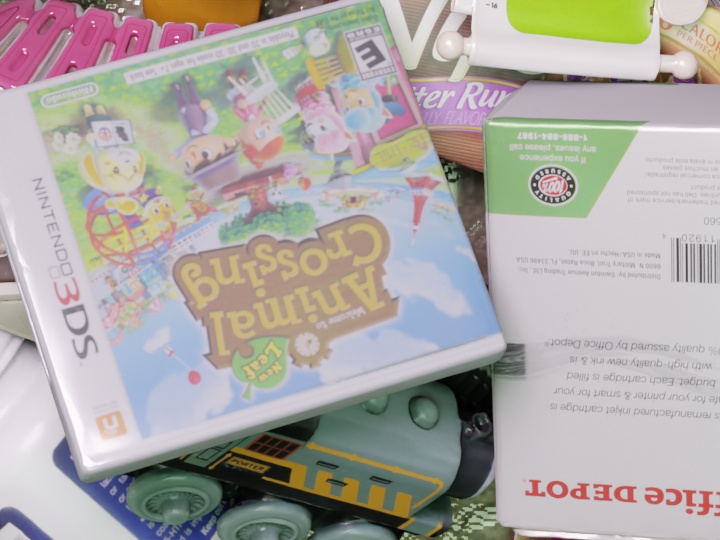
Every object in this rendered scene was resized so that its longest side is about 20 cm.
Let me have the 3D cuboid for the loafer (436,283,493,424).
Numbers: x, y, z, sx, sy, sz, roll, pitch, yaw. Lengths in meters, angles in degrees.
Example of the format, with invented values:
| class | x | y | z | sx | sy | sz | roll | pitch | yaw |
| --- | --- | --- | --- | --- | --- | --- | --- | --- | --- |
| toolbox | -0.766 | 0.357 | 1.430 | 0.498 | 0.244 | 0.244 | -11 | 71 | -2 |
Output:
| class | x | y | z | sx | sy | sz | roll | pitch | yaw |
| --- | --- | --- | --- | --- | --- | --- | --- | --- | --- |
| loafer | 0.000 | 0.000 | 1.466 | 0.200 | 0.071 | 0.073 | 37 | 136 | -3 |

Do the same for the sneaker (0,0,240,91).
| class | x | y | z | sx | sy | sz | roll | pitch | yaw |
| --- | --- | --- | --- | --- | --- | --- | --- | --- | --- |
| sneaker | -0.086 | -0.070 | 1.406 | 0.199 | 0.088 | 0.074 | 13 | 64 | 5 |

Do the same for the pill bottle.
| class | x | y | z | sx | sy | sz | roll | pitch | yaw |
| --- | --- | --- | --- | --- | --- | --- | --- | --- | --- |
| pill bottle | -0.141 | 0.104 | 1.456 | 0.200 | 0.120 | 0.120 | 43 | 101 | -13 |

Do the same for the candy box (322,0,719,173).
| class | x | y | z | sx | sy | sz | roll | pitch | yaw |
| --- | --- | --- | --- | --- | --- | --- | --- | --- | --- |
| candy box | 0.080 | -0.104 | 1.436 | 0.199 | 0.056 | 0.117 | 20 | 104 | -9 |

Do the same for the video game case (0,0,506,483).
| class | x | y | z | sx | sy | sz | roll | pitch | yaw |
| --- | --- | --- | --- | --- | --- | --- | --- | --- | --- |
| video game case | -0.056 | -0.018 | 1.326 | 0.199 | 0.022 | 0.183 | -16 | 73 | -13 |

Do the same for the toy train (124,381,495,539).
| class | x | y | z | sx | sy | sz | roll | pitch | yaw |
| --- | --- | --- | --- | --- | --- | --- | --- | --- | --- |
| toy train | -0.028 | 0.080 | 1.400 | 0.199 | 0.086 | 0.114 | 19 | 142 | -33 |

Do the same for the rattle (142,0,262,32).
| class | x | y | z | sx | sy | sz | roll | pitch | yaw |
| --- | --- | --- | --- | --- | --- | --- | --- | --- | --- |
| rattle | -0.051 | -0.215 | 1.415 | 0.129 | 0.143 | 0.201 | -6 | 71 | 6 |

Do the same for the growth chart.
| class | x | y | z | sx | sy | sz | roll | pitch | yaw |
| --- | --- | --- | --- | --- | --- | --- | --- | --- | --- |
| growth chart | 0.090 | -0.184 | 1.393 | 0.144 | 0.018 | 0.201 | -5 | 83 | -12 |

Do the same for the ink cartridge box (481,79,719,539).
| class | x | y | z | sx | sy | sz | roll | pitch | yaw |
| --- | --- | --- | --- | --- | --- | --- | --- | --- | --- |
| ink cartridge box | 0.138 | 0.019 | 1.383 | 0.145 | 0.084 | 0.201 | 3 | 107 | 17 |

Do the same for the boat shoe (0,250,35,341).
| class | x | y | z | sx | sy | sz | roll | pitch | yaw |
| --- | --- | --- | --- | --- | --- | --- | --- | --- | --- |
| boat shoe | -0.079 | 0.001 | 1.392 | 0.199 | 0.072 | 0.060 | 0 | 68 | 6 |

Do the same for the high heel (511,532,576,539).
| class | x | y | z | sx | sy | sz | roll | pitch | yaw |
| --- | --- | --- | --- | --- | --- | --- | --- | --- | --- |
| high heel | 0.095 | 0.085 | 1.483 | 0.096 | 0.067 | 0.201 | -20 | 110 | -7 |
